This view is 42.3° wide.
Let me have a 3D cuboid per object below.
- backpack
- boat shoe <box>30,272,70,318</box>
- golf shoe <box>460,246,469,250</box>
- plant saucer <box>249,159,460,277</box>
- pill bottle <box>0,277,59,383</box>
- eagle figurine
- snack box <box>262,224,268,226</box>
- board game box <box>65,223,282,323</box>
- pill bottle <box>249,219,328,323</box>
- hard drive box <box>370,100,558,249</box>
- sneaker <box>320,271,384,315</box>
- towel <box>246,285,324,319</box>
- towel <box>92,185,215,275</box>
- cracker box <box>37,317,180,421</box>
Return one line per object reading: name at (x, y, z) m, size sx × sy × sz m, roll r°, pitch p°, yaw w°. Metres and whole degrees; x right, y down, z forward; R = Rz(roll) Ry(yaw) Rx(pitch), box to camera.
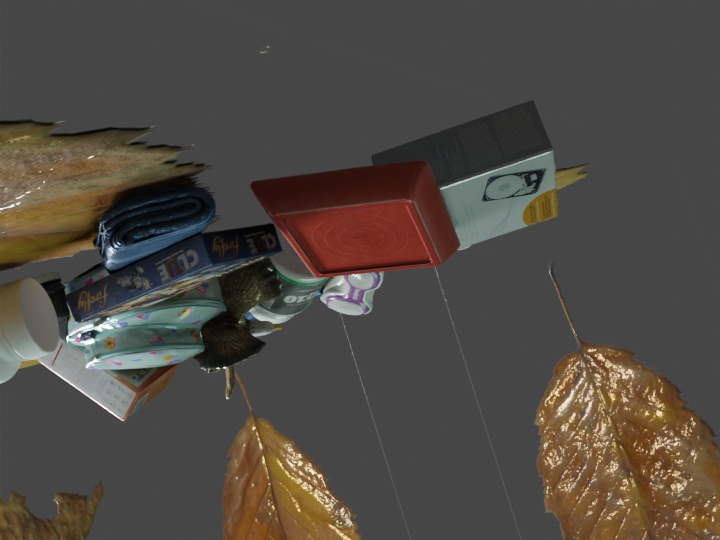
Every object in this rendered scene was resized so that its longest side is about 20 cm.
backpack at (-0.280, 0.049, 1.236) m, size 0.199 × 0.155 × 0.175 m, roll -29°, pitch 159°, yaw 35°
boat shoe at (-0.466, 0.060, 1.211) m, size 0.200 × 0.064 × 0.074 m, roll -17°, pitch 180°, yaw 21°
golf shoe at (0.130, -0.103, 1.247) m, size 0.091 × 0.076 × 0.201 m, roll -6°, pitch 140°, yaw -16°
plant saucer at (-0.001, -0.047, 1.050) m, size 0.198 × 0.037 × 0.200 m, roll -5°, pitch 153°, yaw 15°
pill bottle at (-0.453, 0.080, 1.052) m, size 0.198 × 0.121 × 0.120 m, roll -19°, pitch 177°, yaw 5°
eagle figurine at (-0.183, 0.076, 1.325) m, size 0.150 × 0.152 × 0.200 m, roll -31°, pitch 168°, yaw -18°
snack box at (-0.188, -0.036, 1.472) m, size 0.072 × 0.025 × 0.199 m, roll -14°, pitch 176°, yaw -42°
board game box at (-0.202, 0.003, 1.014) m, size 0.199 × 0.035 × 0.135 m, roll -21°, pitch 177°, yaw 28°
pill bottle at (-0.107, 0.000, 1.369) m, size 0.112 × 0.114 × 0.200 m, roll -17°, pitch 164°, yaw -25°
hard drive box at (0.129, -0.100, 1.114) m, size 0.198 × 0.077 × 0.156 m, roll -18°, pitch 151°, yaw 6°
sneaker at (0.000, 0.000, 1.339) m, size 0.074 × 0.100 × 0.200 m, roll 21°, pitch 152°, yaw -9°
towel at (-0.169, 0.022, 1.686) m, size 0.198 × 0.113 × 0.049 m, roll -18°, pitch 171°, yaw 8°
towel at (-0.211, -0.042, 0.941) m, size 0.111 × 0.049 × 0.200 m, roll -18°, pitch 177°, yaw -19°
cracker box at (-0.373, 0.115, 1.323) m, size 0.058 × 0.199 × 0.134 m, roll -57°, pitch 174°, yaw 20°
